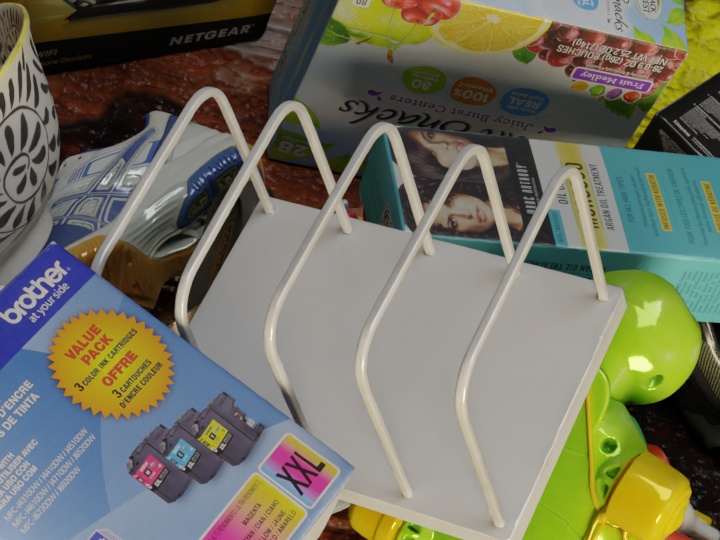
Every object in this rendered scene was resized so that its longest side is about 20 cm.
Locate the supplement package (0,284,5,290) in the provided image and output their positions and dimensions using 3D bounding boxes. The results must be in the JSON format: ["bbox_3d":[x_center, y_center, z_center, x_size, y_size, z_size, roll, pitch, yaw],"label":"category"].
[{"bbox_3d":[-0.150,0.133,0.959,0.200,0.122,0.120,43,52,13],"label":"supplement package"}]

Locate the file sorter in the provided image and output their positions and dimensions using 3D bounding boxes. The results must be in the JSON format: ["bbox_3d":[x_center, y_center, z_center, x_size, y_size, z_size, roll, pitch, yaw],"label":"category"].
[{"bbox_3d":[-0.004,0.012,0.948,0.198,0.125,0.139,15,60,26],"label":"file sorter"}]

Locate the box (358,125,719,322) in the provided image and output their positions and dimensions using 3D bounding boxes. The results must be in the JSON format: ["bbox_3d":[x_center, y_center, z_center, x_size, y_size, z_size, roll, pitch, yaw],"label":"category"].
[{"bbox_3d":[0.104,-0.024,1.105,0.198,0.049,0.083,4,46,-16],"label":"box"}]

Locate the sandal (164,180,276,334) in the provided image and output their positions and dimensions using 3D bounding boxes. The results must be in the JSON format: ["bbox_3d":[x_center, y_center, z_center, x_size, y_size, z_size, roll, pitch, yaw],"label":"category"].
[{"bbox_3d":[-0.090,0.039,1.058,0.054,0.081,0.202,25,66,-27],"label":"sandal"}]

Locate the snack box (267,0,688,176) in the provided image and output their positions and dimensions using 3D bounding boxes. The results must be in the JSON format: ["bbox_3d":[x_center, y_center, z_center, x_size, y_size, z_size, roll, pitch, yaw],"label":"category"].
[{"bbox_3d":[0.063,-0.117,1.201,0.198,0.169,0.068,12,54,-14],"label":"snack box"}]

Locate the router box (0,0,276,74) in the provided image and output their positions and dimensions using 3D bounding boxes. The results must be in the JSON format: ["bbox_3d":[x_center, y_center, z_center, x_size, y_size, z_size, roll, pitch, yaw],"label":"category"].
[{"bbox_3d":[-0.129,-0.187,1.184,0.199,0.158,0.052,-14,60,-29],"label":"router box"}]

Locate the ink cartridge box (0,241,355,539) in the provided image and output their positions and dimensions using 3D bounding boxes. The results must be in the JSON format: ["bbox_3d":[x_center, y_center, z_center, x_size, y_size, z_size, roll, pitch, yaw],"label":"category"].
[{"bbox_3d":[-0.122,0.084,0.880,0.199,0.077,0.137,35,51,7],"label":"ink cartridge box"}]

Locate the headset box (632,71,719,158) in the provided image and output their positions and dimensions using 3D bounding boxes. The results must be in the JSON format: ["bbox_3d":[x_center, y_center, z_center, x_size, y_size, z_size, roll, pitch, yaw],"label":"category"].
[{"bbox_3d":[0.279,-0.065,1.309,0.149,0.077,0.199,46,51,14],"label":"headset box"}]

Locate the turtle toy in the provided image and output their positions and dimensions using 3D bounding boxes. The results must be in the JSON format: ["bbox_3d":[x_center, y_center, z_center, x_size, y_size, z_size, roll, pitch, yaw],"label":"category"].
[{"bbox_3d":[0.097,0.091,1.022,0.145,0.201,0.101,33,12,19],"label":"turtle toy"}]

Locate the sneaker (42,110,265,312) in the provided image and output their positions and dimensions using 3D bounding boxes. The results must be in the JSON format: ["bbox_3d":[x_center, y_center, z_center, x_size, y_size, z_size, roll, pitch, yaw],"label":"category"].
[{"bbox_3d":[-0.144,-0.015,1.119,0.088,0.076,0.200,29,48,31],"label":"sneaker"}]

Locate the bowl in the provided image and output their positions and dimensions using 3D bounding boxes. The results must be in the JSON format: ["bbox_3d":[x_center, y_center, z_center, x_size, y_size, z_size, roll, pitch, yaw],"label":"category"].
[{"bbox_3d":[-0.216,-0.032,1.046,0.094,0.200,0.201,52,45,-24],"label":"bowl"}]

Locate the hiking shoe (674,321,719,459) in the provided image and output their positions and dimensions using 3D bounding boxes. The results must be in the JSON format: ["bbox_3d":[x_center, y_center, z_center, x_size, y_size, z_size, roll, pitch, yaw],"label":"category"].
[{"bbox_3d":[0.184,0.011,1.198,0.200,0.101,0.076,45,50,13],"label":"hiking shoe"}]

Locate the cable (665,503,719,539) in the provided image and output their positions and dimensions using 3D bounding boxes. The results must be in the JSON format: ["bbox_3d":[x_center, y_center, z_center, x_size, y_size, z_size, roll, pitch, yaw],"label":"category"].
[{"bbox_3d":[0.205,0.156,1.106,0.198,0.051,0.097,18,23,-14],"label":"cable"}]

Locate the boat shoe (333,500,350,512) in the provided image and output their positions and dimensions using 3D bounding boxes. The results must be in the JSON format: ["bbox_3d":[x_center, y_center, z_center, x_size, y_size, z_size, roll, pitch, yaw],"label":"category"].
[{"bbox_3d":[0.014,0.074,1.107,0.062,0.073,0.199,9,18,44],"label":"boat shoe"}]

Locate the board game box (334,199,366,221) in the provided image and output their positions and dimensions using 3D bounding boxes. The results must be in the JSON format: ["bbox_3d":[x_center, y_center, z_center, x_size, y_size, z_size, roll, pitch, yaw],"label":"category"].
[{"bbox_3d":[0.000,0.000,1.116,0.156,0.039,0.200,-6,31,-12],"label":"board game box"}]
